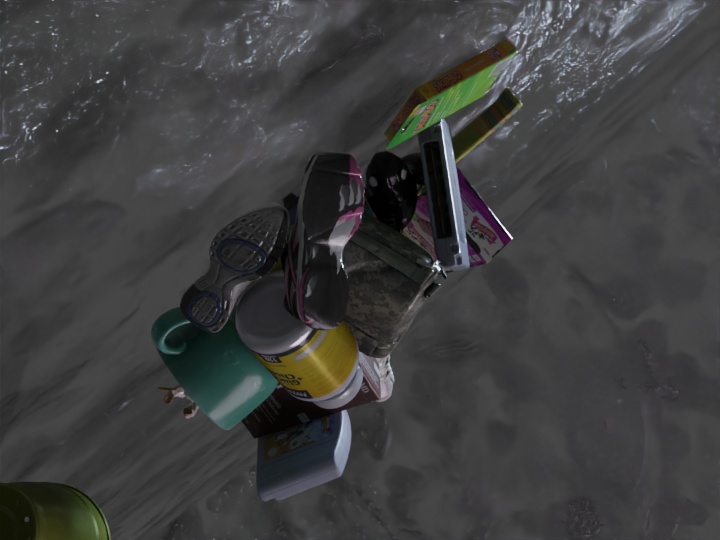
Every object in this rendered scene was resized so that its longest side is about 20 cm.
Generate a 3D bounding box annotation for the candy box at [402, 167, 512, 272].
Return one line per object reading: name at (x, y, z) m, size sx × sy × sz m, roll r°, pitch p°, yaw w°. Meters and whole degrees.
candy box at (0.128, -0.069, 1.786) m, size 0.061 × 0.137 × 0.200 m, roll -41°, pitch -173°, yaw -17°

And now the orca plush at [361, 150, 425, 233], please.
orca plush at (0.034, -0.076, 1.592) m, size 0.104 × 0.072 × 0.200 m, roll 1°, pitch 151°, yaw -13°

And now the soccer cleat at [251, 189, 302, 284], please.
soccer cleat at (-0.095, -0.017, 1.446) m, size 0.065 × 0.084 × 0.200 m, roll -30°, pitch 168°, yaw -47°

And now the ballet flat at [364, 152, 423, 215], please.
ballet flat at (0.045, -0.096, 1.711) m, size 0.200 × 0.068 × 0.068 m, roll -47°, pitch -179°, yaw 39°

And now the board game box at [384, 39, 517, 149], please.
board game box at (0.108, -0.218, 1.474) m, size 0.200 × 0.030 × 0.096 m, roll -36°, pitch 171°, yaw -38°

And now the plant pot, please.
plant pot at (-0.459, 0.366, 1.597) m, size 0.200 × 0.201 × 0.193 m, roll -38°, pitch 159°, yaw -9°

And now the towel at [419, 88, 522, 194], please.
towel at (0.150, -0.188, 1.734) m, size 0.200 × 0.018 × 0.086 m, roll -41°, pitch -165°, yaw 9°

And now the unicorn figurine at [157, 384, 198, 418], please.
unicorn figurine at (-0.238, 0.152, 1.721) m, size 0.200 × 0.074 × 0.137 m, roll -49°, pitch 179°, yaw 20°

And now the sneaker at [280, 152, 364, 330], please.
sneaker at (-0.057, -0.037, 1.341) m, size 0.080 × 0.202 × 0.086 m, roll 14°, pitch 174°, yaw -32°

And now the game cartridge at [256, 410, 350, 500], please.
game cartridge at (-0.079, 0.234, 1.668) m, size 0.132 × 0.042 × 0.200 m, roll -26°, pitch -155°, yaw 9°

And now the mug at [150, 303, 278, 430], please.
mug at (-0.176, 0.110, 1.525) m, size 0.114 × 0.152 × 0.185 m, roll -39°, pitch 172°, yaw -1°

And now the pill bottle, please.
pill bottle at (-0.067, 0.093, 1.471) m, size 0.112 × 0.112 × 0.200 m, roll -38°, pitch 142°, yaw -3°

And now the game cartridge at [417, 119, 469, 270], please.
game cartridge at (0.111, -0.101, 1.579) m, size 0.041 × 0.202 × 0.133 m, roll -9°, pitch 176°, yaw 6°

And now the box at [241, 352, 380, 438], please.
box at (-0.080, 0.152, 1.639) m, size 0.198 × 0.075 × 0.100 m, roll -21°, pitch 131°, yaw 13°

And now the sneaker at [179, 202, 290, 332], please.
sneaker at (-0.141, -0.016, 1.373) m, size 0.200 × 0.074 × 0.087 m, roll -45°, pitch -170°, yaw 37°

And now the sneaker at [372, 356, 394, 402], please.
sneaker at (0.024, 0.132, 1.736) m, size 0.075 × 0.100 × 0.200 m, roll -33°, pitch 168°, yaw -21°

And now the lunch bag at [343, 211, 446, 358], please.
lunch bag at (0.000, 0.000, 1.529) m, size 0.140 × 0.199 × 0.168 m, roll -55°, pitch 175°, yaw -24°
